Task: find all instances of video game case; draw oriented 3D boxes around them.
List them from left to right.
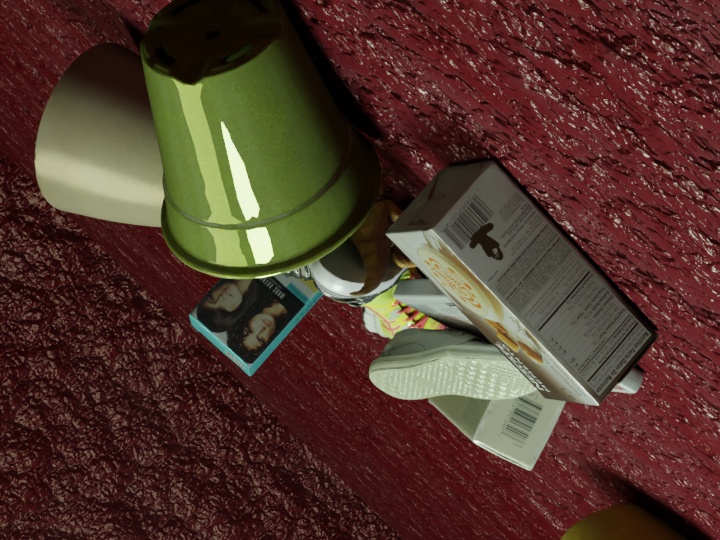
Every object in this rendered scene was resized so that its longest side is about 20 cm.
[{"bbox_3d":[0.137,0.056,1.677,0.181,0.024,0.200,28,172,-14],"label":"video game case"}]

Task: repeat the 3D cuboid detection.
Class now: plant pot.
[{"bbox_3d":[-0.207,-0.120,1.978,0.199,0.188,0.188,21,161,23],"label":"plant pot"},{"bbox_3d":[-0.098,-0.130,1.564,0.200,0.200,0.191,33,153,38],"label":"plant pot"},{"bbox_3d":[0.280,0.332,1.967,0.143,0.199,0.200,66,-177,33],"label":"plant pot"}]

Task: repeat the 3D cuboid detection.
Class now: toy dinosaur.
[{"bbox_3d":[0.013,-0.029,1.628,0.105,0.061,0.201,8,-136,-22],"label":"toy dinosaur"}]

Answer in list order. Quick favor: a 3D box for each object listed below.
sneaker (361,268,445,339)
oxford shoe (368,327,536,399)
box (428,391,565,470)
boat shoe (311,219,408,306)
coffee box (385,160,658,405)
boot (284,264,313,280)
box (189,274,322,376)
[{"bbox_3d":[0.047,0.028,1.889,0.090,0.078,0.200,30,171,18],"label":"sneaker"},{"bbox_3d":[0.090,0.080,1.709,0.199,0.058,0.075,-5,138,46],"label":"oxford shoe"},{"bbox_3d":[0.129,0.124,1.811,0.068,0.083,0.200,27,-177,-12],"label":"box"},{"bbox_3d":[0.000,0.000,1.685,0.070,0.067,0.200,34,-157,7],"label":"boat shoe"},{"bbox_3d":[0.128,0.011,1.510,0.200,0.080,0.114,46,168,-13],"label":"coffee box"},{"bbox_3d":[-0.089,-0.086,1.775,0.211,0.079,0.159,32,146,41],"label":"boot"},{"bbox_3d":[-0.073,0.000,1.837,0.082,0.200,0.049,40,169,7],"label":"box"}]
